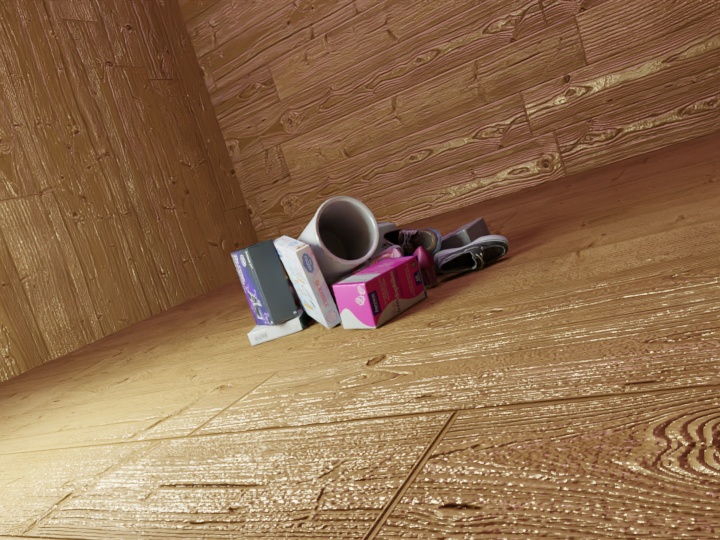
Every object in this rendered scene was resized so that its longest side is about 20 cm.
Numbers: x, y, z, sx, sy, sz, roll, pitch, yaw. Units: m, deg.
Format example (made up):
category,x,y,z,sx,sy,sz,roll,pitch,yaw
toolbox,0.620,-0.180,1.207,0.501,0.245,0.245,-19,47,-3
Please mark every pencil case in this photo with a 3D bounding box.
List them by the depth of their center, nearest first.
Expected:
category,x,y,z,sx,sy,sz,roll,pitch,yaw
pencil case,0.022,0.025,1.467,0.198,0.088,0.087,-32,9,-10

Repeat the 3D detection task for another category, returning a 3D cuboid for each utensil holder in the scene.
category,x,y,z,sx,sy,sz,roll,pitch,yaw
utensil holder,-0.068,-0.067,1.497,0.168,0.172,0.200,-22,-7,-29

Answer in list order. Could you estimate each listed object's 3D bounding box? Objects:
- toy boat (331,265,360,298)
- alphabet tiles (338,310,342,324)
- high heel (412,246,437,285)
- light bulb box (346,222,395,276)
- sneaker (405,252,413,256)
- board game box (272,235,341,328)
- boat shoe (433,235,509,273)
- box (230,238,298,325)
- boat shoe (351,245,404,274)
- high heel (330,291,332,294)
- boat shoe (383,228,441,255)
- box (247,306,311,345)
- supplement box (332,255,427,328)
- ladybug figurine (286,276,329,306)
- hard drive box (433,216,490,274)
category,x,y,z,sx,sy,sz,roll,pitch,yaw
toy boat,0.000,0.000,1.647,0.197,0.133,0.131,-25,7,-2
alphabet tiles,0.006,0.094,1.479,0.164,0.006,0.200,-18,7,6
high heel,0.138,-0.016,1.536,0.067,0.098,0.199,-22,8,-21
light bulb box,-0.019,-0.070,1.842,0.197,0.127,0.197,-15,12,-33
sneaker,0.127,-0.032,1.730,0.077,0.076,0.199,-26,-9,-45
board game box,-0.132,0.023,1.441,0.041,0.202,0.199,-28,20,-17
boat shoe,0.282,-0.028,1.493,0.197,0.073,0.071,-17,29,3
box,-0.247,0.033,1.526,0.078,0.203,0.140,-23,7,-31
boat shoe,0.026,0.000,1.556,0.199,0.073,0.068,-46,44,5
high heel,-0.095,0.062,1.802,0.096,0.068,0.200,-42,-1,-5
boat shoe,0.132,-0.076,1.569,0.071,0.074,0.199,6,-1,-32
box,-0.203,0.138,1.585,0.142,0.037,0.200,-18,8,9
supplement box,0.046,0.046,1.325,0.102,0.103,0.199,-5,15,44
ladybug figurine,-0.150,0.045,1.649,0.197,0.073,0.136,-17,25,31
hard drive box,0.264,-0.066,1.651,0.154,0.078,0.200,-26,2,28
